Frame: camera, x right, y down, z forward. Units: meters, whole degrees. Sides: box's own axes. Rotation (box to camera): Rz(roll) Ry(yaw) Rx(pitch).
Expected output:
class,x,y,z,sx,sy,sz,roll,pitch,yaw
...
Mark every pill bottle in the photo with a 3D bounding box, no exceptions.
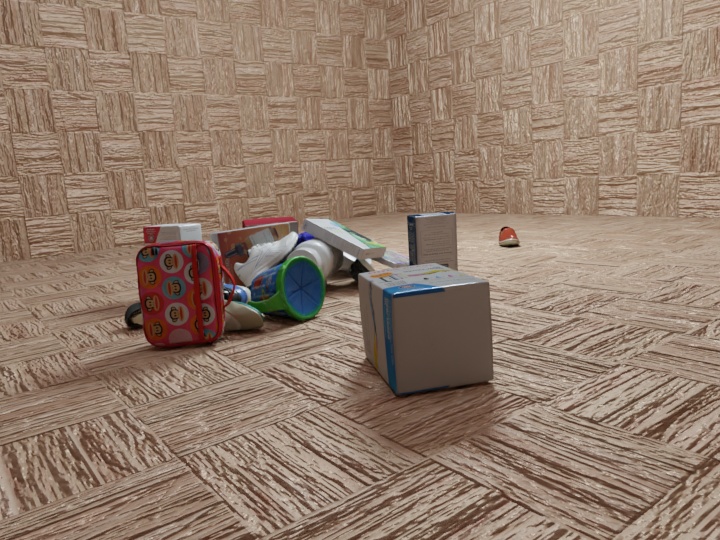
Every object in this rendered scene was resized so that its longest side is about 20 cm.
class,x,y,z,sx,sy,sz,roll,pitch,yaw
pill bottle,-0.123,-0.025,1.534,0.113,0.115,0.200,-1,9,14

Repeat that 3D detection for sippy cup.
class,x,y,z,sx,sy,sz,roll,pitch,yaw
sippy cup,-0.168,0.045,1.266,0.130,0.141,0.177,-9,-20,39

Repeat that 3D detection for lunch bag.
class,x,y,z,sx,sy,sz,roll,pitch,yaw
lunch bag,-0.328,0.042,1.105,0.175,0.202,0.082,-5,5,-3

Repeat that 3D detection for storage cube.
class,x,y,z,sx,sy,sz,roll,pitch,yaw
storage cube,-0.293,-0.080,1.889,0.198,0.172,0.180,-6,11,-13

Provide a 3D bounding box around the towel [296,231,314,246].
class,x,y,z,sx,sy,sz,roll,pitch,yaw
towel,-0.133,-0.066,1.830,0.049,0.148,0.200,-33,1,19

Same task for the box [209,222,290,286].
class,x,y,z,sx,sy,sz,roll,pitch,yaw
box,-0.293,-0.042,1.573,0.199,0.154,0.106,-11,7,-24

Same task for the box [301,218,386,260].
class,x,y,z,sx,sy,sz,roll,pitch,yaw
box,-0.043,-0.088,1.572,0.199,0.037,0.144,29,16,22

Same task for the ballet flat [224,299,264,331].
class,x,y,z,sx,sy,sz,roll,pitch,yaw
ballet flat,-0.285,0.093,1.195,0.199,0.070,0.069,17,20,35

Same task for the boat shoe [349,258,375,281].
class,x,y,z,sx,sy,sz,roll,pitch,yaw
boat shoe,0.000,0.000,1.606,0.060,0.076,0.200,-44,-7,0

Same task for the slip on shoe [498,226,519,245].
class,x,y,z,sx,sy,sz,roll,pitch,yaw
slip on shoe,0.552,-0.128,2.155,0.073,0.062,0.200,-1,11,8

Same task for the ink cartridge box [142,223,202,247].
class,x,y,z,sx,sy,sz,roll,pitch,yaw
ink cartridge box,-0.500,-0.024,1.553,0.147,0.202,0.085,2,10,30

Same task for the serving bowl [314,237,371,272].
class,x,y,z,sx,sy,sz,roll,pitch,yaw
serving bowl,-0.064,-0.055,1.781,0.199,0.066,0.200,32,19,-12

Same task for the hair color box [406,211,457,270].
class,x,y,z,sx,sy,sz,roll,pitch,yaw
hair color box,0.162,-0.026,1.290,0.099,0.202,0.061,-6,10,-14

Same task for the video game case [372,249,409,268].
class,x,y,z,sx,sy,sz,roll,pitch,yaw
video game case,0.091,-0.035,1.694,0.143,0.018,0.200,24,12,30

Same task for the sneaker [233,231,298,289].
class,x,y,z,sx,sy,sz,roll,pitch,yaw
sneaker,-0.243,-0.041,1.499,0.200,0.087,0.075,-43,-3,-24

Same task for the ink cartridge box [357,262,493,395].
class,x,y,z,sx,sy,sz,roll,pitch,yaw
ink cartridge box,0.091,0.078,0.872,0.146,0.146,0.200,-7,9,-13

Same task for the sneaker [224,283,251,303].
class,x,y,z,sx,sy,sz,roll,pitch,yaw
sneaker,-0.370,0.060,1.364,0.198,0.077,0.111,7,1,20

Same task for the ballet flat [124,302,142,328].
class,x,y,z,sx,sy,sz,roll,pitch,yaw
ballet flat,-0.422,0.093,1.267,0.198,0.068,0.068,-14,19,1

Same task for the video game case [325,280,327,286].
class,x,y,z,sx,sy,sz,roll,pitch,yaw
video game case,-0.220,0.048,1.548,0.199,0.023,0.182,1,11,29
